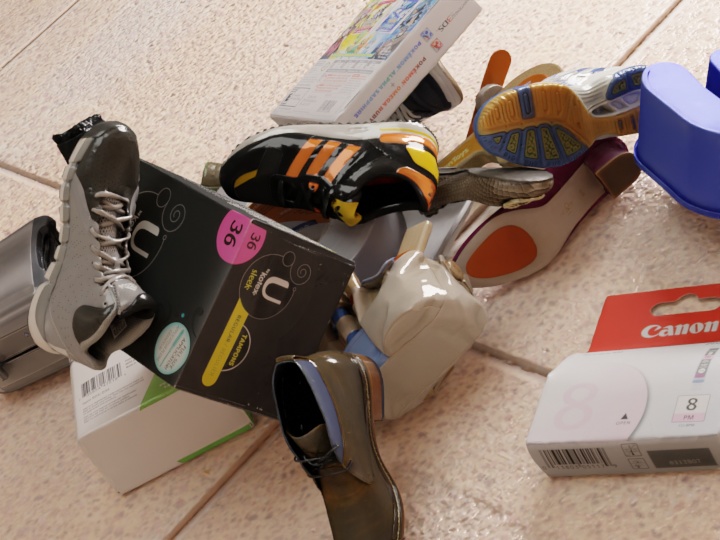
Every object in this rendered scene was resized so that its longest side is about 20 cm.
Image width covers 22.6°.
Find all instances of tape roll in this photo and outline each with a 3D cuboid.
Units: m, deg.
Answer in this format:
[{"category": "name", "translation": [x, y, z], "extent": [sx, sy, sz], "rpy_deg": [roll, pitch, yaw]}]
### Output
[{"category": "tape roll", "translation": [-0.059, -0.024, 1.669], "extent": [0.199, 0.066, 0.201], "rpy_deg": [-16, 47, 18]}]

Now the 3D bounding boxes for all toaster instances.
[{"category": "toaster", "translation": [-0.350, 0.034, 1.868], "extent": [0.129, 0.114, 0.200], "rpy_deg": [-28, 36, 9]}]

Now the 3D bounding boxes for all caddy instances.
[{"category": "caddy", "translation": [0.316, -0.107, 1.527], "extent": [0.141, 0.105, 0.200], "rpy_deg": [-13, 31, -14]}]

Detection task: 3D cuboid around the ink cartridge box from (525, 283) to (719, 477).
[{"category": "ink cartridge box", "translation": [0.232, 0.071, 1.417], "extent": [0.162, 0.057, 0.201], "rpy_deg": [-7, 46, 33]}]

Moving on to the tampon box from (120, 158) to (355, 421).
[{"category": "tampon box", "translation": [-0.132, 0.013, 1.520], "extent": [0.200, 0.126, 0.150], "rpy_deg": [27, 93, 48]}]

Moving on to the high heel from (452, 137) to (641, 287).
[{"category": "high heel", "translation": [0.161, -0.053, 1.631], "extent": [0.199, 0.068, 0.096], "rpy_deg": [-30, 18, -2]}]

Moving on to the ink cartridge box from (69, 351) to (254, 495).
[{"category": "ink cartridge box", "translation": [-0.192, 0.091, 1.693], "extent": [0.145, 0.084, 0.200], "rpy_deg": [-27, 35, 7]}]

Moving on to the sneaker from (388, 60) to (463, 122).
[{"category": "sneaker", "translation": [0.030, -0.163, 1.816], "extent": [0.108, 0.070, 0.200], "rpy_deg": [-38, 9, -9]}]

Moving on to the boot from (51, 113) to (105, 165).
[{"category": "boot", "translation": [-0.253, -0.077, 1.832], "extent": [0.073, 0.163, 0.198], "rpy_deg": [-26, 7, -3]}]

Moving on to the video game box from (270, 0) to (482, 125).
[{"category": "video game box", "translation": [0.011, -0.201, 1.757], "extent": [0.182, 0.047, 0.200], "rpy_deg": [-51, 20, -7]}]

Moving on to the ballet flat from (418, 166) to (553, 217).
[{"category": "ballet flat", "translation": [0.101, -0.068, 1.603], "extent": [0.067, 0.047, 0.200], "rpy_deg": [-4, 5, -35]}]

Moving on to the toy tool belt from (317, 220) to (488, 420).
[{"category": "toy tool belt", "translation": [0.012, 0.060, 1.537], "extent": [0.200, 0.125, 0.123], "rpy_deg": [-48, 40, 21]}]

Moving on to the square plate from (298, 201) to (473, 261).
[{"category": "square plate", "translation": [0.000, 0.000, 1.697], "extent": [0.199, 0.028, 0.199], "rpy_deg": [-1, 48, 40]}]

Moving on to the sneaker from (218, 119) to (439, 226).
[{"category": "sneaker", "translation": [-0.029, -0.078, 1.588], "extent": [0.199, 0.070, 0.090], "rpy_deg": [-6, 46, 6]}]

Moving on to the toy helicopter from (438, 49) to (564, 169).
[{"category": "toy helicopter", "translation": [0.118, -0.129, 1.739], "extent": [0.200, 0.079, 0.132], "rpy_deg": [-38, 39, 14]}]

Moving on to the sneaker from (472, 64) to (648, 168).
[{"category": "sneaker", "translation": [0.173, -0.137, 1.603], "extent": [0.199, 0.076, 0.088], "rpy_deg": [-12, 14, -30]}]

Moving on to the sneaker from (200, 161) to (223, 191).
[{"category": "sneaker", "translation": [-0.122, -0.074, 1.808], "extent": [0.200, 0.090, 0.067], "rpy_deg": [-25, 29, 34]}]

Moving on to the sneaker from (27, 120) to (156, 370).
[{"category": "sneaker", "translation": [-0.195, -0.013, 1.455], "extent": [0.115, 0.075, 0.201], "rpy_deg": [27, 105, 43]}]

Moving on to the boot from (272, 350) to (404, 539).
[{"category": "boot", "translation": [-0.025, 0.157, 1.400], "extent": [0.075, 0.097, 0.201], "rpy_deg": [-21, 68, 33]}]
